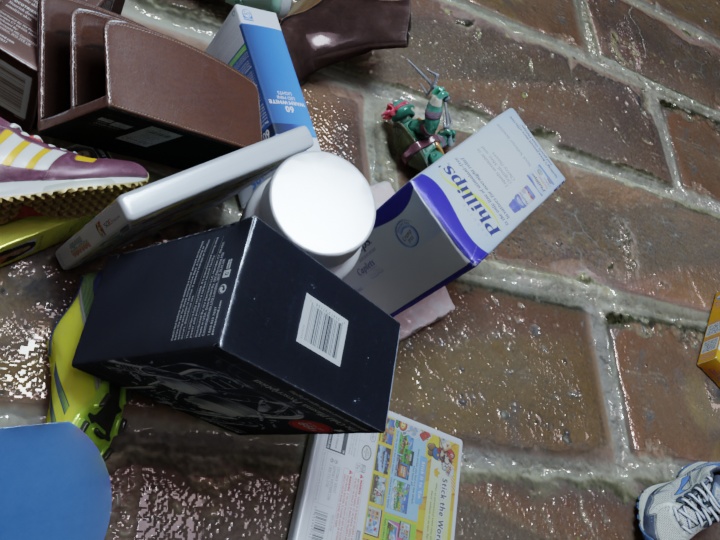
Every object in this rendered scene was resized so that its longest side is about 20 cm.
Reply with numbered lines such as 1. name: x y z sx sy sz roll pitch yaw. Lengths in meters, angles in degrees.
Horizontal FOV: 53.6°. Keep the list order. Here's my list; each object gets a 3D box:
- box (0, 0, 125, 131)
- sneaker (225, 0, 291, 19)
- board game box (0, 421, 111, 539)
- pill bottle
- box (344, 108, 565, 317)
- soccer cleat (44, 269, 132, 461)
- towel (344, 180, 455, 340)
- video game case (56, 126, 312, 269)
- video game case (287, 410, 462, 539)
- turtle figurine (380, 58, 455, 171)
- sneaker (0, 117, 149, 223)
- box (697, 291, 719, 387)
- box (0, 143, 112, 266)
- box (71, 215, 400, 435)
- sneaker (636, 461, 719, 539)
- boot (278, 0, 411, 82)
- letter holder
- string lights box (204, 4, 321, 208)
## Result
1. box: -0.311 -0.252 0.729 0.074 0.100 0.201 31 53 -14
2. sneaker: -0.184 -0.354 0.861 0.200 0.074 0.118 37 44 17
3. board game box: -0.287 0.183 0.523 0.198 0.039 0.160 2 103 -40
4. pill bottle: -0.064 -0.023 0.672 0.112 0.200 0.115 7 68 -19
5. box: 0.093 -0.058 0.788 0.200 0.184 0.105 -38 90 -37
6. soccer cleat: -0.245 0.094 0.627 0.083 0.065 0.202 6 65 14
7. towel: 0.000 0.000 0.838 0.199 0.032 0.193 -22 80 -38
8. video game case: -0.164 -0.066 0.663 0.199 0.181 0.023 -31 97 -39
9. video game case: 0.019 0.242 0.730 0.180 0.023 0.202 25 54 -19
10. turtle figurine: 0.098 -0.172 0.952 0.201 0.100 0.150 60 11 6
11. sneaker: -0.284 -0.093 0.614 0.198 0.075 0.091 -11 77 -37
12. box: 0.622 0.118 1.165 0.119 0.041 0.200 43 53 -6
13. box: -0.315 -0.054 0.654 0.199 0.050 0.076 -31 85 -39
14. box: -0.097 0.062 0.602 0.200 0.180 0.105 37 54 -42
15. sneaker: 0.433 0.296 0.923 0.199 0.085 0.078 -22 79 -37
16. boot: -0.023 -0.294 0.906 0.164 0.073 0.202 4 49 11
17. letter holder: -0.199 -0.191 0.699 0.199 0.100 0.144 7 77 -58
18. string lights box: -0.116 -0.183 0.812 0.058 0.103 0.202 -4 69 -41
